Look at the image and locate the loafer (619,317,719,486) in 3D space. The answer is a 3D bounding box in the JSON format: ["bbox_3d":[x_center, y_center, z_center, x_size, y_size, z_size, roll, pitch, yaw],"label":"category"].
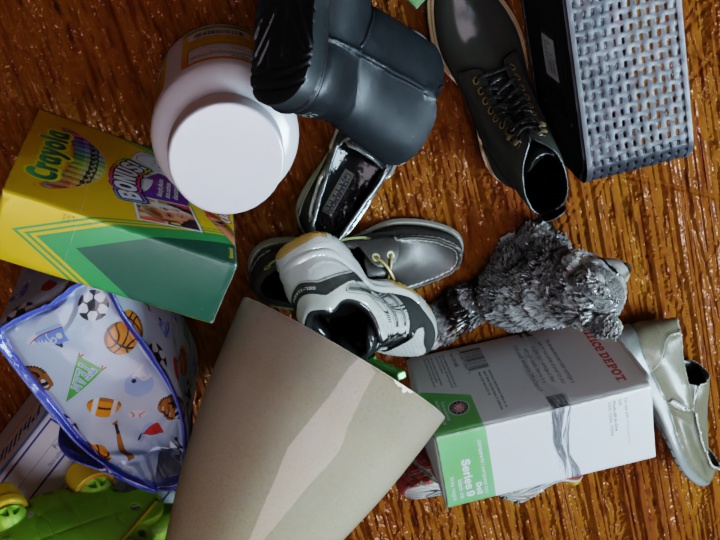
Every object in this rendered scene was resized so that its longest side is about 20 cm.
[{"bbox_3d":[0.320,0.129,1.109,0.069,0.075,0.200,-26,115,9],"label":"loafer"}]

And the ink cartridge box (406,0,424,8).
[{"bbox_3d":[0.058,-0.330,0.863,0.200,0.084,0.146,-44,113,11],"label":"ink cartridge box"}]

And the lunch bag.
[{"bbox_3d":[-0.208,0.073,0.955,0.123,0.170,0.200,-28,115,7],"label":"lunch bag"}]

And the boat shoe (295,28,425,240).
[{"bbox_3d":[0.006,-0.112,0.950,0.073,0.068,0.200,32,95,-15],"label":"boat shoe"}]

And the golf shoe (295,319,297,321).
[{"bbox_3d":[-0.105,0.133,1.000,0.073,0.092,0.201,44,63,-36],"label":"golf shoe"}]

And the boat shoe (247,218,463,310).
[{"bbox_3d":[0.000,0.000,1.013,0.200,0.061,0.072,-7,114,-5],"label":"boat shoe"}]

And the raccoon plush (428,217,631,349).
[{"bbox_3d":[0.152,0.045,1.014,0.200,0.134,0.097,-43,114,11],"label":"raccoon plush"}]

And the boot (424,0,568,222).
[{"bbox_3d":[0.121,-0.148,0.924,0.077,0.138,0.201,-27,114,4],"label":"boot"}]

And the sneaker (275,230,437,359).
[{"bbox_3d":[0.001,0.048,0.957,0.076,0.088,0.200,-34,139,23],"label":"sneaker"}]

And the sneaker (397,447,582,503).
[{"bbox_3d":[0.135,0.200,1.112,0.199,0.078,0.083,-10,116,-4],"label":"sneaker"}]

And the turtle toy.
[{"bbox_3d":[-0.219,0.237,0.931,0.199,0.146,0.101,-13,130,-31],"label":"turtle toy"}]

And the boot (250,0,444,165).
[{"bbox_3d":[-0.001,-0.191,0.837,0.168,0.076,0.201,15,80,-54],"label":"boot"}]

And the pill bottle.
[{"bbox_3d":[-0.106,-0.117,0.870,0.110,0.200,0.112,-3,114,-7],"label":"pill bottle"}]

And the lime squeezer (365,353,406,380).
[{"bbox_3d":[-0.005,0.106,1.041,0.038,0.071,0.200,0,153,-17],"label":"lime squeezer"}]

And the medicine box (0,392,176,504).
[{"bbox_3d":[-0.250,0.216,1.049,0.200,0.103,0.182,35,105,-20],"label":"medicine box"}]

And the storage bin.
[{"bbox_3d":[0.196,-0.189,0.917,0.093,0.135,0.201,-13,115,-3],"label":"storage bin"}]

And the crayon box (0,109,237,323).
[{"bbox_3d":[-0.190,-0.049,0.888,0.172,0.200,0.058,19,110,-16],"label":"crayon box"}]

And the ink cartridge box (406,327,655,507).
[{"bbox_3d":[0.156,0.127,1.045,0.199,0.146,0.084,-12,114,-2],"label":"ink cartridge box"}]

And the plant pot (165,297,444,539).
[{"bbox_3d":[-0.064,0.154,0.878,0.187,0.187,0.201,35,81,-20],"label":"plant pot"}]
